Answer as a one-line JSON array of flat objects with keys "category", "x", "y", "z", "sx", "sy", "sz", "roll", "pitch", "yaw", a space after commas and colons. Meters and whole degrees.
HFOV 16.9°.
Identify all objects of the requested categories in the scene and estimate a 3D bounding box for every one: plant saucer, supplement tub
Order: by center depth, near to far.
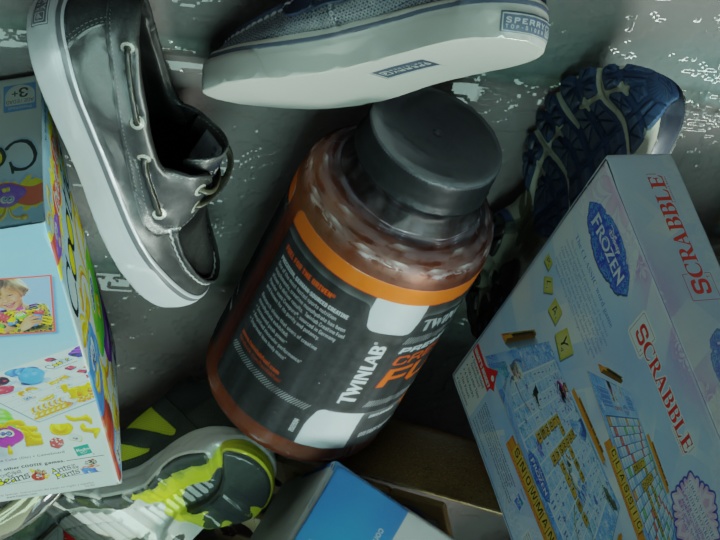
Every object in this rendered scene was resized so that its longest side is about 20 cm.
[{"category": "supplement tub", "x": 0.000, "y": 0.000, "z": 1.231, "sx": 0.106, "sy": 0.107, "sz": 0.200, "roll": 11, "pitch": 134, "yaw": -20}, {"category": "plant saucer", "x": 0.065, "y": 0.115, "z": 1.350, "sx": 0.199, "sy": 0.036, "sz": 0.200, "roll": 16, "pitch": 175, "yaw": 1}]

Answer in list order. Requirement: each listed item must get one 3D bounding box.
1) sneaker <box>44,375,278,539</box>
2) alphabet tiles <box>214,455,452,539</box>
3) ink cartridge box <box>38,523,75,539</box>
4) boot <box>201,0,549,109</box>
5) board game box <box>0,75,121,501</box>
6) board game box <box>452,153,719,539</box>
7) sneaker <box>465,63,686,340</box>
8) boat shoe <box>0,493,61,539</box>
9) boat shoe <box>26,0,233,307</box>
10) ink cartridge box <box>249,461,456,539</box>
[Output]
[{"category": "sneaker", "x": -0.102, "y": 0.108, "z": 1.355, "sx": 0.074, "sy": 0.085, "sz": 0.199, "roll": 44, "pitch": 141, "yaw": -23}, {"category": "alphabet tiles", "x": -0.012, "y": 0.176, "z": 1.429, "sx": 0.166, "sy": 0.008, "sz": 0.201, "roll": 13, "pitch": 143, "yaw": 23}, {"category": "ink cartridge box", "x": -0.126, "y": 0.272, "z": 1.431, "sx": 0.175, "sy": 0.201, "sz": 0.084, "roll": 27, "pitch": 126, "yaw": -32}, {"category": "boot", "x": 0.006, "y": -0.132, "z": 1.126, "sx": 0.199, "sy": 0.091, "sz": 0.073, "roll": -8, "pitch": 167, "yaw": 39}, {"category": "board game box", "x": -0.189, "y": 0.015, "z": 1.218, "sx": 0.104, "sy": 0.103, "sz": 0.201, "roll": -8, "pitch": 138, "yaw": 0}, {"category": "board game box", "x": 0.127, "y": 0.082, "z": 1.172, "sx": 0.041, "sy": 0.201, "sz": 0.200, "roll": -4, "pitch": 149, "yaw": -26}, {"category": "sneaker", "x": 0.125, "y": -0.035, "z": 1.248, "sx": 0.085, "sy": 0.077, "sz": 0.200, "roll": 4, "pitch": 145, "yaw": -23}, {"category": "boat shoe", "x": -0.253, "y": 0.138, "z": 1.359, "sx": 0.200, "sy": 0.075, "sz": 0.073, "roll": -40, "pitch": 117, "yaw": 5}, {"category": "boat shoe", "x": -0.097, "y": -0.059, "z": 1.179, "sx": 0.066, "sy": 0.070, "sz": 0.201, "roll": -6, "pitch": 131, "yaw": 17}, {"category": "ink cartridge box", "x": 0.034, "y": 0.196, "z": 1.307, "sx": 0.199, "sy": 0.085, "sz": 0.145, "roll": 32, "pitch": 165, "yaw": -6}]
